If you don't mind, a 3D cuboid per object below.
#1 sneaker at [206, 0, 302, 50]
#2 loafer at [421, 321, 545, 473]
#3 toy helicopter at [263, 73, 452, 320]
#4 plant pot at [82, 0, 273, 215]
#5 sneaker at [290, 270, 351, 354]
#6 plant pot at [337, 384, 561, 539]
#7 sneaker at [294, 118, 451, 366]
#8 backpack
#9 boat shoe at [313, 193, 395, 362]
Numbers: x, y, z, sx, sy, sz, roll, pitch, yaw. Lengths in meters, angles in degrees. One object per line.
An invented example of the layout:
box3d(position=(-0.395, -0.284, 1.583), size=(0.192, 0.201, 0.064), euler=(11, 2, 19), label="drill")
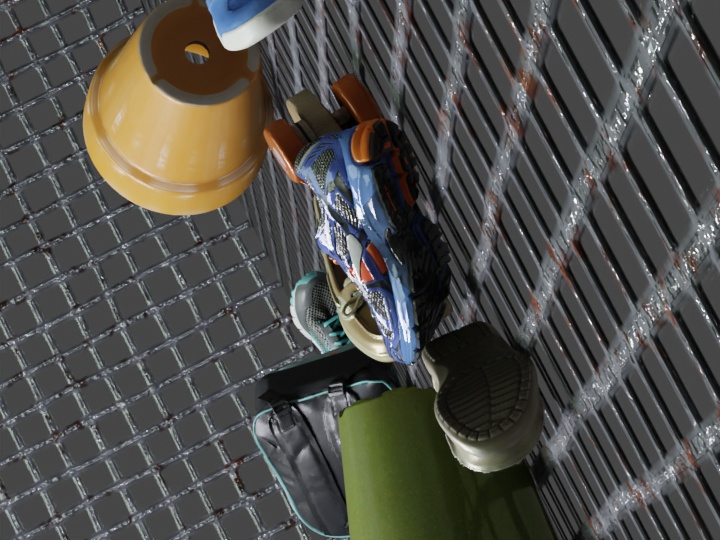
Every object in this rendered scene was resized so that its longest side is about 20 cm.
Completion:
box3d(position=(-0.109, -0.249, 1.680), size=(0.112, 0.076, 0.200), euler=(56, -175, -22), label="sneaker")
box3d(position=(0.090, 0.093, 1.434), size=(0.200, 0.075, 0.069), euler=(-102, -14, -73), label="loafer")
box3d(position=(0.004, -0.046, 1.585), size=(0.201, 0.079, 0.132), euler=(57, 172, -2), label="toy helicopter")
box3d(position=(-0.177, -0.185, 2.177), size=(0.201, 0.199, 0.183), euler=(62, 158, 14), label="plant pot")
box3d(position=(-0.013, 0.086, 2.490), size=(0.091, 0.077, 0.201), euler=(28, 151, 53), label="sneaker")
box3d(position=(0.063, 0.183, 1.634), size=(0.200, 0.198, 0.192), euler=(102, 154, -82), label="plant pot")
box3d(position=(0.010, -0.020, 1.501), size=(0.075, 0.078, 0.201), euler=(-53, -44, -47), label="sneaker")
box3d(position=(-0.014, 0.187, 2.348), size=(0.154, 0.175, 0.201), euler=(-86, -26, -66), label="backpack")
box3d(position=(0.000, 0.000, 1.833), size=(0.200, 0.073, 0.063), euler=(59, 176, 46), label="boat shoe")
